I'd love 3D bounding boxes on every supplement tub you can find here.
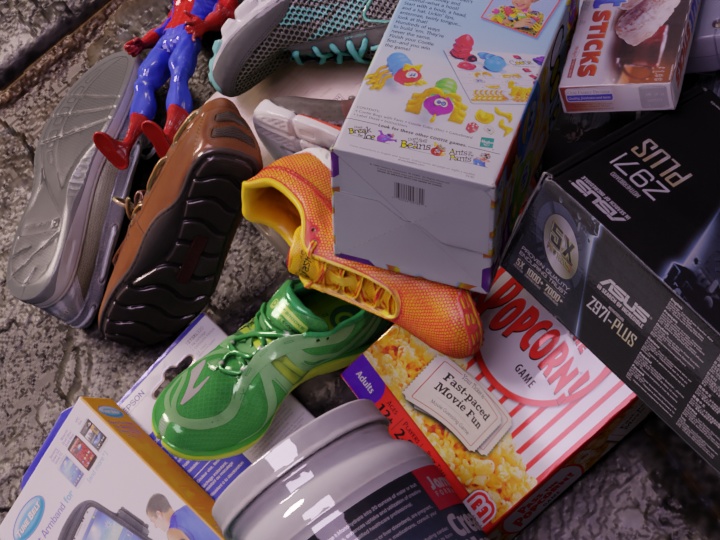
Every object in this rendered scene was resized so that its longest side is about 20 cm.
[{"bbox_3d":[0.015,0.194,1.591,0.140,0.140,0.200,-37,76,4],"label":"supplement tub"}]

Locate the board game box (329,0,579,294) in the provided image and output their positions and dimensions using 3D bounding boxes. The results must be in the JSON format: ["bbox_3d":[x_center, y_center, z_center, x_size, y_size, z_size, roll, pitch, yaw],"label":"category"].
[{"bbox_3d":[0.062,-0.101,1.623,0.105,0.103,0.200,14,52,12],"label":"board game box"}]

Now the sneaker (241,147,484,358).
[{"bbox_3d":[0.000,0.000,1.655,0.077,0.073,0.200,-31,52,-29],"label":"sneaker"}]

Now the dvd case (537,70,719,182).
[{"bbox_3d":[0.187,-0.079,1.719,0.150,0.025,0.200,7,72,25],"label":"dvd case"}]

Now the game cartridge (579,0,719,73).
[{"bbox_3d":[0.193,-0.187,1.729,0.200,0.041,0.133,4,47,24],"label":"game cartridge"}]

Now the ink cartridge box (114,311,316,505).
[{"bbox_3d":[-0.070,0.124,1.735,0.095,0.037,0.200,-47,63,-1],"label":"ink cartridge box"}]

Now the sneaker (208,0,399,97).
[{"bbox_3d":[-0.009,-0.168,1.742,0.200,0.078,0.091,-35,76,6],"label":"sneaker"}]

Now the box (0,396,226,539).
[{"bbox_3d":[-0.159,0.176,1.730,0.200,0.041,0.119,40,106,28],"label":"box"}]

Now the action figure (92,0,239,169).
[{"bbox_3d":[-0.130,-0.155,1.832,0.065,0.052,0.200,-16,35,31],"label":"action figure"}]

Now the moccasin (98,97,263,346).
[{"bbox_3d":[-0.127,-0.030,1.761,0.074,0.202,0.078,9,39,-18],"label":"moccasin"}]

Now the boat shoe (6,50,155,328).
[{"bbox_3d":[-0.189,-0.060,1.848,0.074,0.065,0.202,-6,61,40],"label":"boat shoe"}]

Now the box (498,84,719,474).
[{"bbox_3d":[0.214,0.004,1.573,0.164,0.086,0.200,-29,65,-40],"label":"box"}]

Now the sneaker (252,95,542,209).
[{"bbox_3d":[0.029,-0.089,1.726,0.200,0.077,0.082,15,59,12],"label":"sneaker"}]

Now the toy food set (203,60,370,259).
[{"bbox_3d":[-0.007,-0.105,1.796,0.200,0.060,0.144,-44,72,2],"label":"toy food set"}]

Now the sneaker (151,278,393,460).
[{"bbox_3d":[-0.058,0.048,1.700,0.200,0.084,0.074,-36,59,-23],"label":"sneaker"}]

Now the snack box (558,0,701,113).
[{"bbox_3d":[0.179,-0.170,1.662,0.072,0.024,0.200,-2,41,19],"label":"snack box"}]

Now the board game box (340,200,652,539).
[{"bbox_3d":[0.107,0.058,1.668,0.200,0.046,0.152,-43,64,9],"label":"board game box"}]
